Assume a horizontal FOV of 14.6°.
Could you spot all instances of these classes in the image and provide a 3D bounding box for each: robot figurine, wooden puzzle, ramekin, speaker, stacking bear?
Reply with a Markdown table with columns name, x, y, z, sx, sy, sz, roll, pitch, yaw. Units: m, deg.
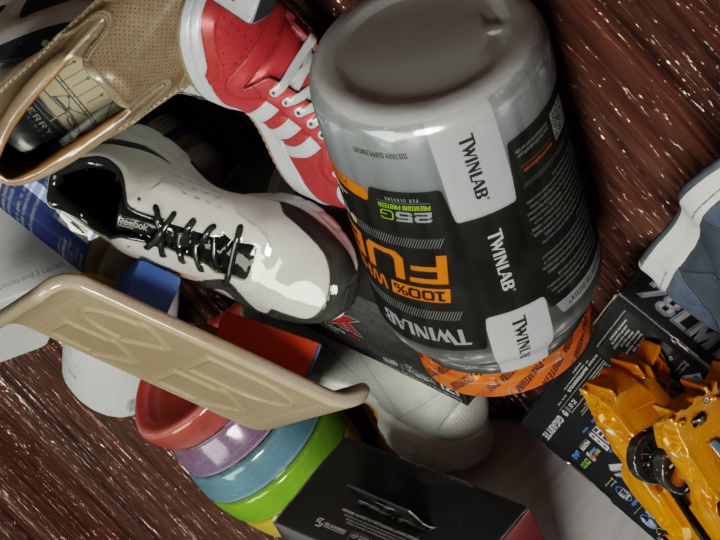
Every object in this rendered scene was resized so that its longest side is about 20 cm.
| name | x | y | z | sx | sy | sz | roll | pitch | yaw |
| --- | --- | --- | --- | --- | --- | --- | --- | --- | --- |
| robot figurine | 0.198 | 0.131 | 1.437 | 0.200 | 0.058 | 0.145 | 54 | 166 | -21 |
| wooden puzzle | -0.106 | 0.039 | 1.637 | 0.199 | 0.046 | 0.185 | 21 | 168 | -14 |
| ramekin | 0.108 | 0.179 | 1.727 | 0.202 | 0.094 | 0.203 | 33 | 153 | 19 |
| speaker | -0.161 | 0.021 | 1.879 | 0.081 | 0.081 | 0.200 | 36 | 154 | 13 |
| stacking bear | -0.042 | 0.125 | 1.842 | 0.121 | 0.114 | 0.200 | -26 | 122 | 38 |

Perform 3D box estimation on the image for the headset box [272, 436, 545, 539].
| name | x | y | z | sx | sy | sz | roll | pitch | yaw |
| --- | --- | --- | --- | --- | --- | --- | --- | --- | --- |
| headset box | 0.049 | 0.193 | 1.632 | 0.148 | 0.077 | 0.200 | 18 | 147 | 41 |

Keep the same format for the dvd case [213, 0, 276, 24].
| name | x | y | z | sx | sy | sz | roll | pitch | yaw |
| --- | --- | --- | --- | --- | --- | --- | --- | --- | --- |
| dvd case | -0.107 | -0.235 | 1.402 | 0.200 | 0.025 | 0.151 | 35 | 131 | 17 |

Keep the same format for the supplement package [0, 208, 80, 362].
| name | x | y | z | sx | sy | sz | roll | pitch | yaw |
| --- | --- | --- | --- | --- | --- | --- | --- | --- | --- |
| supplement package | -0.300 | -0.037 | 1.827 | 0.201 | 0.151 | 0.151 | 64 | 158 | 12 |

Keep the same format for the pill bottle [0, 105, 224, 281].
| name | x | y | z | sx | sy | sz | roll | pitch | yaw |
| --- | --- | --- | --- | --- | --- | --- | --- | --- | --- |
| pill bottle | -0.191 | -0.085 | 1.720 | 0.200 | 0.111 | 0.111 | 38 | 155 | 9 |

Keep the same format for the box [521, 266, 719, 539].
| name | x | y | z | sx | sy | sz | roll | pitch | yaw |
| --- | --- | --- | --- | --- | --- | --- | --- | --- | --- |
| box | 0.198 | 0.099 | 1.523 | 0.198 | 0.050 | 0.200 | 39 | 154 | 6 |

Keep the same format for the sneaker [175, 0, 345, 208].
| name | x | y | z | sx | sy | sz | roll | pitch | yaw |
| --- | --- | --- | --- | --- | --- | --- | --- | --- | --- |
| sneaker | -0.014 | -0.085 | 1.492 | 0.112 | 0.071 | 0.200 | 25 | 166 | 36 |

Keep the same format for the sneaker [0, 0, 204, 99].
| name | x | y | z | sx | sy | sz | roll | pitch | yaw |
| --- | --- | --- | --- | --- | --- | --- | --- | --- | --- |
| sneaker | -0.156 | -0.111 | 1.607 | 0.199 | 0.130 | 0.080 | 27 | 152 | 29 |

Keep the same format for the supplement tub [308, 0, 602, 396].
| name | x | y | z | sx | sy | sz | roll | pitch | yaw |
| --- | --- | --- | --- | --- | --- | --- | --- | --- | --- |
| supplement tub | 0.053 | -0.038 | 1.415 | 0.122 | 0.123 | 0.201 | 21 | 144 | 37 |

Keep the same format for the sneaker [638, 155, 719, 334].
| name | x | y | z | sx | sy | sz | roll | pitch | yaw |
| --- | --- | --- | --- | --- | --- | --- | --- | --- | --- |
| sneaker | 0.211 | 0.006 | 1.306 | 0.146 | 0.077 | 0.202 | 50 | 166 | 11 |

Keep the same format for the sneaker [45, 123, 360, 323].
| name | x | y | z | sx | sy | sz | roll | pitch | yaw |
| --- | --- | --- | --- | --- | --- | --- | --- | --- | --- |
| sneaker | -0.092 | -0.019 | 1.581 | 0.199 | 0.080 | 0.074 | 24 | 111 | 24 |

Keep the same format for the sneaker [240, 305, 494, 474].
| name | x | y | z | sx | sy | sz | roll | pitch | yaw |
| --- | --- | --- | --- | --- | --- | --- | --- | --- | --- |
| sneaker | 0.007 | 0.038 | 1.698 | 0.200 | 0.076 | 0.092 | 29 | 130 | 33 |

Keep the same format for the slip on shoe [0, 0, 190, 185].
| name | x | y | z | sx | sy | sz | roll | pitch | yaw |
| --- | --- | --- | --- | --- | --- | --- | --- | --- | --- |
| slip on shoe | -0.129 | -0.115 | 1.524 | 0.200 | 0.061 | 0.076 | -31 | 115 | 22 |

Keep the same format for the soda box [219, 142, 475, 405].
| name | x | y | z | sx | sy | sz | roll | pitch | yaw |
| --- | --- | --- | --- | --- | --- | --- | --- | --- | --- |
| soda box | 0.000 | 0.000 | 1.625 | 0.200 | 0.071 | 0.063 | 25 | 151 | 33 |
